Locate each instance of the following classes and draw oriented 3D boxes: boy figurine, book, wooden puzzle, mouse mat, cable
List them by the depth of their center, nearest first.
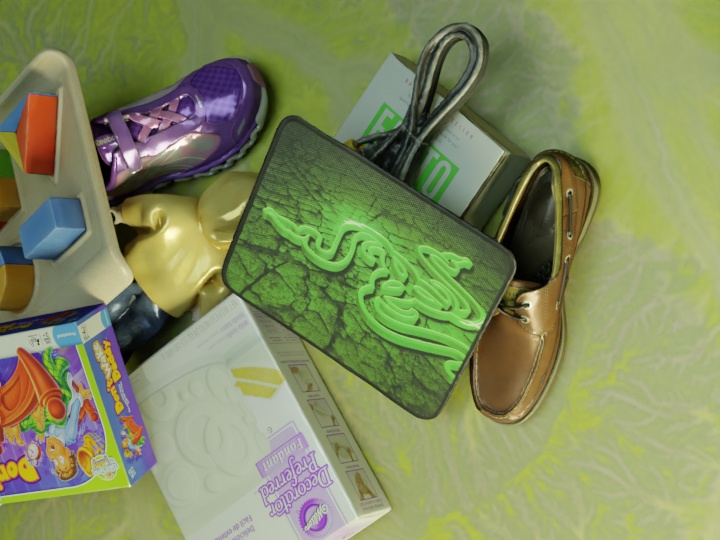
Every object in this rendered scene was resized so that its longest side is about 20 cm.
[{"bbox_3d":[0.023,-0.086,1.093,0.200,0.050,0.097,-45,66,25],"label":"cable"},{"bbox_3d":[0.000,0.000,1.094,0.199,0.008,0.162,32,123,11],"label":"mouse mat"},{"bbox_3d":[0.017,-0.043,1.151,0.134,0.048,0.201,42,108,27],"label":"book"},{"bbox_3d":[-0.264,-0.046,1.211,0.185,0.046,0.201,-36,68,42],"label":"wooden puzzle"},{"bbox_3d":[-0.148,-0.014,1.214,0.200,0.064,0.124,-42,95,18],"label":"boy figurine"}]

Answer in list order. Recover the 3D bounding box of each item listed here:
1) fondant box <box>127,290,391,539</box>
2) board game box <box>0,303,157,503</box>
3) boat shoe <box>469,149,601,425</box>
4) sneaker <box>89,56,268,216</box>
[{"bbox_3d":[-0.087,0.137,1.186,0.144,0.058,0.201,-37,73,21],"label":"fondant box"},{"bbox_3d":[-0.271,0.110,1.198,0.199,0.045,0.135,-11,103,25],"label":"board game box"},{"bbox_3d":[0.111,0.012,1.082,0.071,0.068,0.202,14,95,25],"label":"boat shoe"},{"bbox_3d":[-0.166,-0.107,1.221,0.199,0.088,0.081,-27,74,23],"label":"sneaker"}]
